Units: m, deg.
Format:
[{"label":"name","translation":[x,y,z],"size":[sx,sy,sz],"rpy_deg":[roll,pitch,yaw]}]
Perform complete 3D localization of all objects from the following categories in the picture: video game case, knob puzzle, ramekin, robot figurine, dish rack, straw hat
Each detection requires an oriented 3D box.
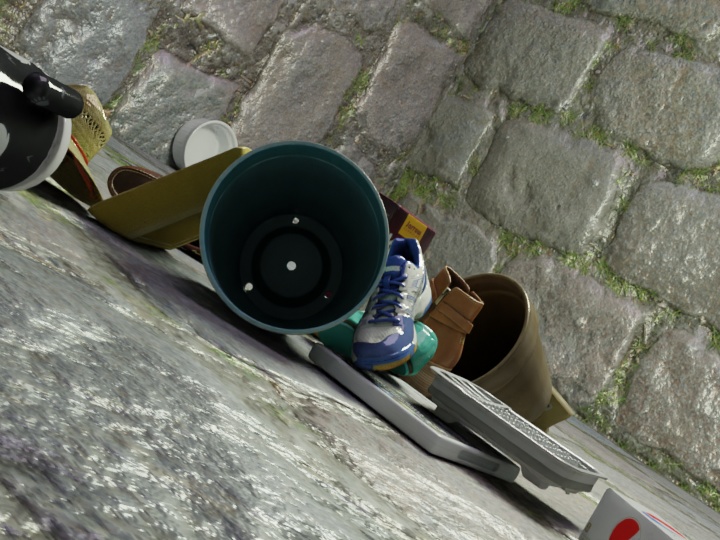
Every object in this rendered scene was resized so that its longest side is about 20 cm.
[{"label":"video game case","translation":[0.058,0.154,1.232],"size":[0.199,0.024,0.181],"rpy_deg":[34,3,40]},{"label":"knob puzzle","translation":[0.236,0.178,1.813],"size":[0.218,0.030,0.222],"rpy_deg":[34,-33,25]},{"label":"ramekin","translation":[-0.487,-0.374,3.533],"size":[0.097,0.203,0.199],"rpy_deg":[23,-3,44]},{"label":"robot figurine","translation":[-0.339,-0.142,1.002],"size":[0.149,0.126,0.200],"rpy_deg":[34,3,19]},{"label":"dish rack","translation":[0.164,0.181,1.239],"size":[0.199,0.044,0.171],"rpy_deg":[33,2,29]},{"label":"straw hat","translation":[-0.336,-0.169,1.321],"size":[0.200,0.085,0.202],"rpy_deg":[40,-19,16]}]

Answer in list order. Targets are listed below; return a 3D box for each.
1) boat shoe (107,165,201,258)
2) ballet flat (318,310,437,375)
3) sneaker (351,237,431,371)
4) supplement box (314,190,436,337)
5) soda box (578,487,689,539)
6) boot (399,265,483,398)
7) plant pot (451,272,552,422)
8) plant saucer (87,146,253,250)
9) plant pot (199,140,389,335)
[{"label":"boat shoe","translation":[-0.251,-0.078,1.534],"size":[0.198,0.071,0.070],"rpy_deg":[31,-2,-11]},{"label":"ballet flat","translation":[0.025,0.080,1.360],"size":[0.199,0.070,0.068],"rpy_deg":[12,-54,56]},{"label":"sneaker","translation":[0.029,0.033,1.254],"size":[0.074,0.090,0.201],"rpy_deg":[-2,26,13]},{"label":"supplement box","translation":[0.000,0.000,1.524],"size":[0.085,0.202,0.110],"rpy_deg":[32,2,36]},{"label":"soda box","translation":[0.279,0.273,1.041],"size":[0.067,0.064,0.200],"rpy_deg":[30,2,-18]},{"label":"boot","translation":[0.078,0.058,1.570],"size":[0.073,0.156,0.200],"rpy_deg":[12,23,-50]},{"label":"plant pot","translation":[0.188,0.137,1.639],"size":[0.199,0.200,0.174],"rpy_deg":[33,-14,52]},{"label":"plant saucer","translation":[-0.195,-0.075,1.354],"size":[0.200,0.197,0.049],"rpy_deg":[20,51,-79]},{"label":"plant pot","translation":[-0.077,-0.020,1.263],"size":[0.198,0.202,0.188],"rpy_deg":[30,-11,0]}]
